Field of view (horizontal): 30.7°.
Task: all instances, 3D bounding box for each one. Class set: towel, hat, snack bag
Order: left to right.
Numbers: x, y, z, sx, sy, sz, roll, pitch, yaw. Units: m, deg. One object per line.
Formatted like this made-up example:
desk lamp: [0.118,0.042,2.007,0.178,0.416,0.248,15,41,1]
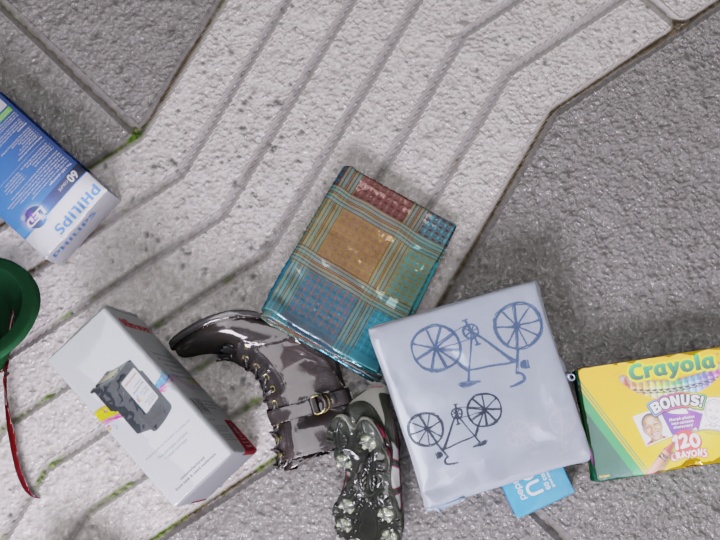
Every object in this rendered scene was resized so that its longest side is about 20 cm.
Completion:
hat: [-0.422,0.112,1.440,0.166,0.176,0.200,3,44,6]
towel: [0.000,0.000,1.392,0.147,0.022,0.200,29,70,-1]
snack bag: [0.125,0.125,1.325,0.188,0.021,0.200,-16,78,-11]

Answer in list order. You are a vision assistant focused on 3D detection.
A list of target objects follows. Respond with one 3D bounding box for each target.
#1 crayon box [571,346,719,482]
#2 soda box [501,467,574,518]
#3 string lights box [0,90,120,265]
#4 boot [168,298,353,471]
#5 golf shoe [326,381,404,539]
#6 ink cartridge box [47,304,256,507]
crayon box: [0.329,0.146,1.362,0.200,0.058,0.119,-9,81,3]
soda box: [0.150,0.153,1.371,0.068,0.064,0.200,-24,82,0]
string lights box: [-0.376,-0.110,1.447,0.200,0.059,0.103,42,87,8]
boot: [-0.095,0.126,1.389,0.200,0.069,0.174,-10,81,0]
golf shoe: [0.018,0.210,1.342,0.077,0.088,0.200,10,126,19]
ink cartridge box: [-0.212,0.141,1.357,0.083,0.146,0.200,-43,81,-1]
